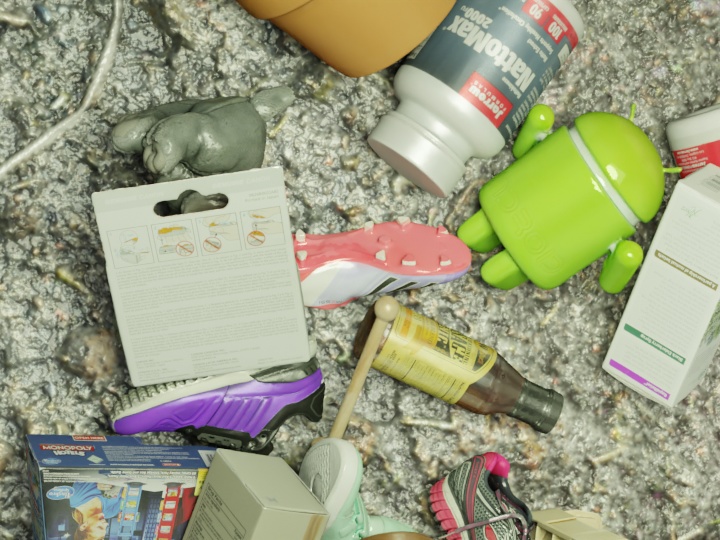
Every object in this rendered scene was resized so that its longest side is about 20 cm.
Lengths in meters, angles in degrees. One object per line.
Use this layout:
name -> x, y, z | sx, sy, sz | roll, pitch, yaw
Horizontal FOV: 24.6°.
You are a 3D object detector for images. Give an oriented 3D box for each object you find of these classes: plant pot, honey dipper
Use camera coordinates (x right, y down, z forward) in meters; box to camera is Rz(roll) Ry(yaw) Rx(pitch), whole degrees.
plant pot -> -0.005, -0.264, 1.436 | 0.200, 0.200, 0.140 | -45, 114, -7
honey dipper -> -0.006, 0.112, 1.477 | 0.038, 0.038, 0.202 | 19, 109, -10

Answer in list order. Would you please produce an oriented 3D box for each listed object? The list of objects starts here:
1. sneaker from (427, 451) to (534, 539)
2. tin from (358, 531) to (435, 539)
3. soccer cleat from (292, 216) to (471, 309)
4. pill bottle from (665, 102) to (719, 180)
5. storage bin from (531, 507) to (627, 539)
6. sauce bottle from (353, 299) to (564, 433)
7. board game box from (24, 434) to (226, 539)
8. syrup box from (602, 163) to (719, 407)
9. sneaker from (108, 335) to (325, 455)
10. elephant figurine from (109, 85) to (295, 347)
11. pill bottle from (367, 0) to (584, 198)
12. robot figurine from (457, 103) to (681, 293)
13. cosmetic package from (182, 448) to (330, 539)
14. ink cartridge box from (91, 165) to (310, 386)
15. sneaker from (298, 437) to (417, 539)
sneaker -> 0.129, 0.252, 1.466 | 0.075, 0.080, 0.201 | -40, 56, 18
tin -> -0.009, 0.288, 1.460 | 0.199, 0.042, 0.112 | -28, 136, 21
soccer cleat -> 0.000, 0.000, 1.485 | 0.198, 0.077, 0.067 | -3, 47, -2
pill bottle -> 0.365, -0.058, 1.540 | 0.111, 0.112, 0.202 | -19, 95, -10
storage bin -> 0.218, 0.323, 1.474 | 0.093, 0.200, 0.201 | -7, 92, -12
sauce bottle -> 0.092, 0.092, 1.518 | 0.198, 0.066, 0.067 | 24, 87, -12
board game box -> -0.208, 0.248, 1.447 | 0.198, 0.062, 0.202 | 5, 111, -26
syrup box -> 0.297, 0.015, 1.491 | 0.081, 0.079, 0.201 | 32, 121, 23
sneaker -> -0.122, 0.132, 1.475 | 0.198, 0.070, 0.101 | -16, 100, -8
elephant figurine -> -0.140, -0.046, 1.452 | 0.141, 0.154, 0.202 | -28, 112, -51
pill bottle -> 0.100, -0.171, 1.485 | 0.119, 0.120, 0.201 | 36, 85, -9
robot figurine -> 0.187, -0.062, 1.489 | 0.199, 0.116, 0.176 | -36, 71, 13
cosmetic package -> -0.108, 0.266, 1.404 | 0.071, 0.105, 0.202 | 12, 108, -34
ink cartridge box -> -0.133, -0.001, 1.388 | 0.160, 0.050, 0.202 | -8, 123, -2
sneaker -> 0.004, 0.212, 1.456 | 0.117, 0.201, 0.074 | 2, 51, -14
